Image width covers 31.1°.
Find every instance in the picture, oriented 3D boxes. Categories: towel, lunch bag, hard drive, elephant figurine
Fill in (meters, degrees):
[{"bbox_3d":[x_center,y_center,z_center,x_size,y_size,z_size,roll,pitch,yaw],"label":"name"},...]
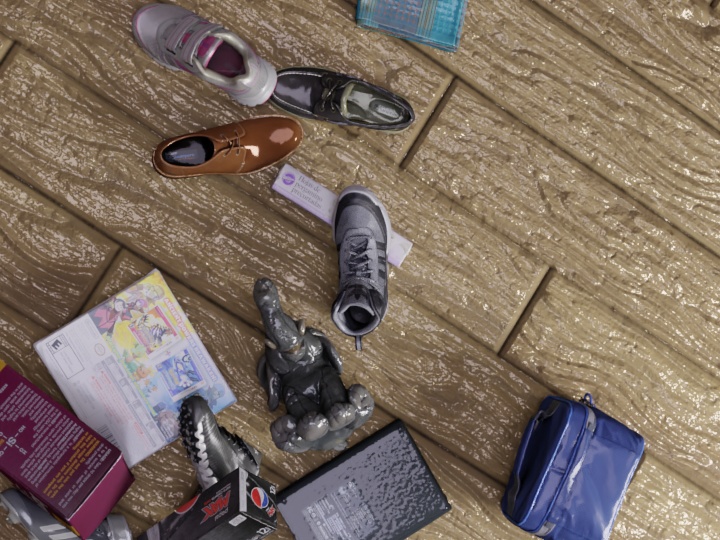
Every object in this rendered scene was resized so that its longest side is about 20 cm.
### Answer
[{"bbox_3d":[0.080,-0.404,1.714,0.146,0.022,0.201,12,88,-10],"label":"towel"},{"bbox_3d":[0.270,0.257,1.695,0.132,0.136,0.201,22,86,-10],"label":"lunch bag"},{"bbox_3d":[0.003,0.306,1.700,0.200,0.033,0.140,-30,95,-8],"label":"hard drive"},{"bbox_3d":[-0.074,0.123,1.645,0.141,0.155,0.200,-8,62,-43],"label":"elephant figurine"}]

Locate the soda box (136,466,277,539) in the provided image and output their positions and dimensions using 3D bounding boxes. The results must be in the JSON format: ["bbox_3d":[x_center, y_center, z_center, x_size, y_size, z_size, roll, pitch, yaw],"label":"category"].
[{"bbox_3d":[-0.192,0.324,1.591,0.200,0.071,0.063,-37,128,27],"label":"soda box"}]

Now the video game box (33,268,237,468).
[{"bbox_3d":[-0.285,0.128,1.642,0.182,0.047,0.200,-31,96,-6],"label":"video game box"}]

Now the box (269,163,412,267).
[{"bbox_3d":[-0.025,-0.071,1.689,0.200,0.041,0.039,32,86,-8],"label":"box"}]

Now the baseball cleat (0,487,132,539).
[{"bbox_3d":[-0.359,0.325,1.627,0.106,0.070,0.200,-45,107,-14],"label":"baseball cleat"}]

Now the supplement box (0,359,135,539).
[{"bbox_3d":[-0.383,0.215,1.549,0.200,0.131,0.103,34,70,11],"label":"supplement box"}]

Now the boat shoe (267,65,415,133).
[{"bbox_3d":[-0.023,-0.224,1.674,0.200,0.066,0.072,13,91,-9],"label":"boat shoe"}]

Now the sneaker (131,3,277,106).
[{"bbox_3d":[-0.199,-0.282,1.624,0.199,0.088,0.082,25,86,4],"label":"sneaker"}]

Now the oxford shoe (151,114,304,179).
[{"bbox_3d":[-0.165,-0.156,1.649,0.199,0.071,0.072,-15,92,-11],"label":"oxford shoe"}]

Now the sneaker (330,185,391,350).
[{"bbox_3d":[0.000,0.000,1.627,0.075,0.114,0.201,-1,114,6],"label":"sneaker"}]

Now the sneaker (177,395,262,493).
[{"bbox_3d":[-0.172,0.231,1.634,0.090,0.066,0.201,-23,122,-20],"label":"sneaker"}]
